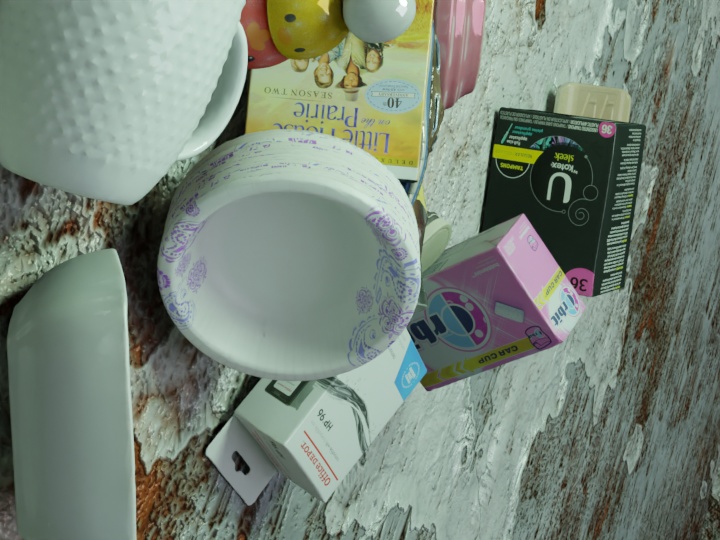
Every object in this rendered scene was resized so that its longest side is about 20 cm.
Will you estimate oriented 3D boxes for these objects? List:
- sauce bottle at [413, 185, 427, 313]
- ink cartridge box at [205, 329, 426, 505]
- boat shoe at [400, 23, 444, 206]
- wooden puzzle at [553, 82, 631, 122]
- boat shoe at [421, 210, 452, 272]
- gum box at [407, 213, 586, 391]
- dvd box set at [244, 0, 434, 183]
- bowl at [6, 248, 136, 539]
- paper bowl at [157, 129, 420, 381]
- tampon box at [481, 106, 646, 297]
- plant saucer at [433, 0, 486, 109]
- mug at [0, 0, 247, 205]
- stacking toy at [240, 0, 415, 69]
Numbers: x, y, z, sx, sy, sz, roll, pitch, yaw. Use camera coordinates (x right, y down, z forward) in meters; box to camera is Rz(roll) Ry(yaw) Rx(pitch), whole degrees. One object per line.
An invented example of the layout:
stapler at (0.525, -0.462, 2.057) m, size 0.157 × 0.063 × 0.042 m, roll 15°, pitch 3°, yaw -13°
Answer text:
sauce bottle at (0.028, -0.060, 1.261) m, size 0.066 × 0.066 × 0.202 m, roll 18°, pitch 63°, yaw -62°
ink cartridge box at (-0.036, 0.124, 1.225) m, size 0.200 × 0.068 × 0.116 m, roll -51°, pitch 143°, yaw -17°
boat shoe at (0.039, -0.124, 1.159) m, size 0.072 × 0.072 × 0.202 m, roll 3°, pitch 98°, yaw -64°
wooden puzzle at (0.288, -0.152, 1.804) m, size 0.200 × 0.046 × 0.187 m, roll -6°, pitch 105°, yaw -56°
boat shoe at (0.000, 0.000, 1.308) m, size 0.200 × 0.063 × 0.073 m, roll -36°, pitch 151°, yaw -28°
gum box at (0.107, 0.037, 1.357) m, size 0.114 × 0.199 × 0.066 m, roll 54°, pitch 44°, yaw -11°
dvd box set at (-0.016, -0.177, 1.104) m, size 0.029 × 0.145 × 0.202 m, roll 18°, pitch 78°, yaw -87°
bowl at (-0.188, 0.093, 0.895) m, size 0.200 × 0.074 × 0.202 m, roll -140°, pitch -132°, yaw -75°
paper bowl at (-0.054, -0.019, 1.064) m, size 0.105 × 0.199 × 0.202 m, roll -90°, pitch 169°, yaw -50°
tampon box at (0.238, -0.083, 1.617) m, size 0.126 × 0.149 × 0.202 m, roll -8°, pitch 107°, yaw -61°
plant saucer at (0.089, -0.247, 1.297) m, size 0.201 × 0.050 × 0.202 m, roll 3°, pitch 90°, yaw -89°
mug at (-0.146, -0.135, 0.887) m, size 0.200 × 0.147 × 0.176 m, roll 10°, pitch 100°, yaw -56°
stacking toy at (-0.052, -0.199, 0.983) m, size 0.146 × 0.199 × 0.147 m, roll -29°, pitch 124°, yaw -56°
